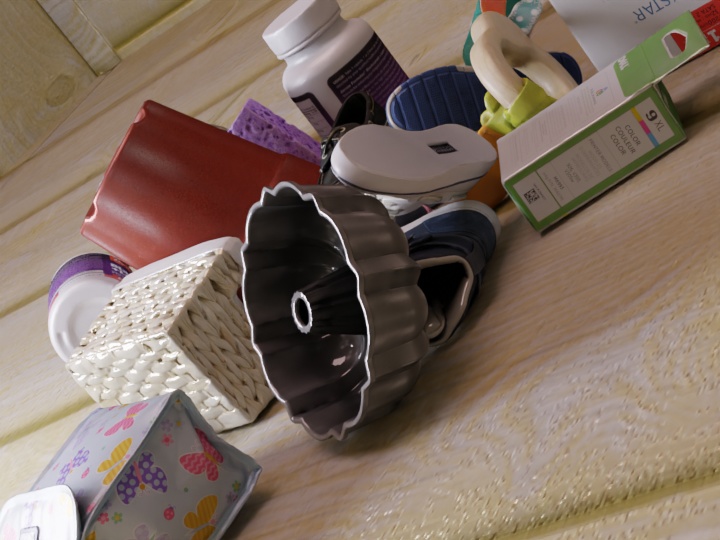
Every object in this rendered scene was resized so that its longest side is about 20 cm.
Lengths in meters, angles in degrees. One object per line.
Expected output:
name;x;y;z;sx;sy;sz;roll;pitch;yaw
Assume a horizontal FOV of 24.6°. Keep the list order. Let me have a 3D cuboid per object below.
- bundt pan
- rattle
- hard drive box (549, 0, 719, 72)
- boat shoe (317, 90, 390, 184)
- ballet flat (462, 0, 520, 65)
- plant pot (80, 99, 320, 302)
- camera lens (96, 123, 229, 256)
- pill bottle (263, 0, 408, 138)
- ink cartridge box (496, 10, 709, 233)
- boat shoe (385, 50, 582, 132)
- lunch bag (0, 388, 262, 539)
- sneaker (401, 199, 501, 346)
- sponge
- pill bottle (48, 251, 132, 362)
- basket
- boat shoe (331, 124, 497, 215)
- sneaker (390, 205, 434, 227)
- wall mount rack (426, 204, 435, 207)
bundt pan;-0.015;0.025;1.272;0.075;0.204;0.201;-13;3;-30
rattle;0.123;-0.165;1.525;0.201;0.129;0.143;63;142;39
hard drive box;0.242;-0.280;1.459;0.155;0.200;0.077;-28;20;32
boat shoe;-0.012;-0.111;1.556;0.068;0.057;0.200;-32;16;23
ballet flat;0.144;-0.264;1.858;0.070;0.067;0.200;-47;10;25
plant pot;-0.156;-0.058;1.616;0.202;0.194;0.201;-61;7;14
camera lens;-0.212;-0.081;1.961;0.160;0.160;0.199;-48;19;-28
pill bottle;-0.010;-0.191;1.728;0.111;0.200;0.112;-34;18;13
ink cartridge box;0.210;-0.123;1.367;0.199;0.059;0.104;-34;18;16
boat shoe;0.112;-0.157;1.577;0.198;0.073;0.072;-11;-6;-18
lunch bag;-0.201;0.201;1.293;0.169;0.127;0.201;-15;36;57
sneaker;0.018;0.024;1.364;0.201;0.077;0.146;-31;16;22
sponge;-0.122;-0.073;1.739;0.200;0.111;0.030;-53;6;29
pill bottle;-0.312;0.041;1.942;0.111;0.112;0.200;-39;17;0
basket;-0.158;0.073;1.515;0.199;0.136;0.124;-18;31;49
boat shoe;0.036;-0.075;1.353;0.199;0.071;0.070;-15;-38;-55
sneaker;0.000;0.000;1.511;0.200;0.081;0.071;-41;55;47
wall mount rack;0.025;-0.071;1.593;0.199;0.075;0.174;-38;17;8
